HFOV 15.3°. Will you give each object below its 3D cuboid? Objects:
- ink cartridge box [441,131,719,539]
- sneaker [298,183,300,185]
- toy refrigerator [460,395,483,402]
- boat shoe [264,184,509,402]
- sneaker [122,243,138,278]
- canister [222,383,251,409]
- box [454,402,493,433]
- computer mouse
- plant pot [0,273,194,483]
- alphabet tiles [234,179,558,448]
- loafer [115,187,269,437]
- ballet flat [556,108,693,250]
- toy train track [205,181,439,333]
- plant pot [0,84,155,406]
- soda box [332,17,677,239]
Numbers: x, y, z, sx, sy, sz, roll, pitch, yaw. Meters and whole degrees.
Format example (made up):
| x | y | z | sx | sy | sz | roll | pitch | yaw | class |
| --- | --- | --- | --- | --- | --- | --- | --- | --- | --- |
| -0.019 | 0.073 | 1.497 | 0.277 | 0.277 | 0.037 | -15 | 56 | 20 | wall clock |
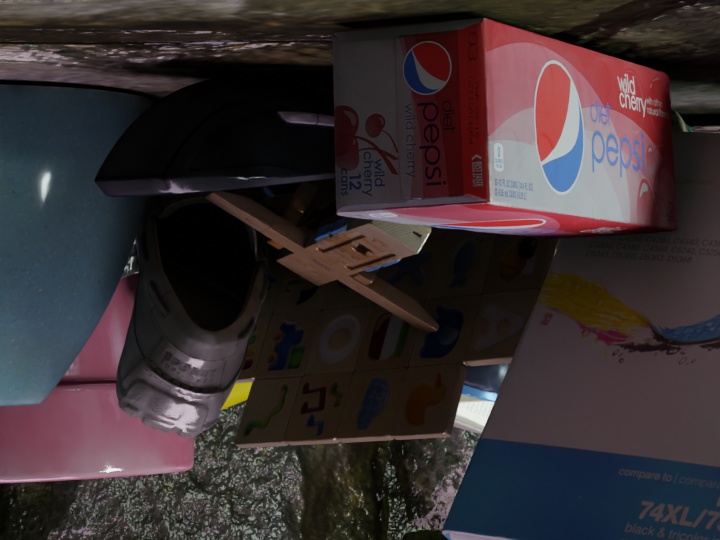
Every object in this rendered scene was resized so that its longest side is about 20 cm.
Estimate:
| x | y | z | sx | sy | sz | roll | pitch | yaw | class |
| --- | --- | --- | --- | --- | --- | --- | --- | --- | --- |
| 0.159 | 0.062 | 1.126 | 0.146 | 0.201 | 0.147 | 4 | 152 | 40 | ink cartridge box |
| -0.062 | -0.027 | 1.609 | 0.087 | 0.076 | 0.200 | 5 | -178 | 41 | sneaker |
| 0.108 | 0.032 | 1.463 | 0.199 | 0.076 | 0.070 | -1 | 179 | -8 | toy refrigerator |
| 0.000 | 0.000 | 1.353 | 0.199 | 0.069 | 0.084 | 28 | -175 | 19 | boat shoe |
| -0.188 | -0.039 | 1.411 | 0.199 | 0.077 | 0.089 | 4 | -169 | 2 | sneaker |
| -0.081 | 0.020 | 1.685 | 0.148 | 0.087 | 0.200 | 23 | -153 | 32 | canister |
| -0.004 | 0.026 | 1.540 | 0.199 | 0.083 | 0.068 | 24 | 174 | -31 | box |
| -0.040 | -0.061 | 1.145 | 0.199 | 0.046 | 0.140 | -7 | -175 | -35 | computer mouse |
| -0.196 | 0.029 | 1.536 | 0.199 | 0.180 | 0.200 | -2 | 177 | 0 | plant pot |
| 0.012 | 0.002 | 1.221 | 0.199 | 0.167 | 0.006 | -7 | 149 | 44 | alphabet tiles |
| -0.069 | -0.009 | 1.226 | 0.070 | 0.070 | 0.200 | 19 | -143 | -14 | loafer |
| 0.074 | -0.044 | 1.266 | 0.072 | 0.072 | 0.200 | 0 | 174 | -31 | ballet flat |
| -0.001 | -0.019 | 1.120 | 0.114 | 0.033 | 0.200 | 31 | 171 | -8 | toy train track |
| -0.189 | -0.006 | 1.196 | 0.199 | 0.136 | 0.200 | -2 | 178 | 0 | plant pot |
| 0.060 | -0.050 | 1.028 | 0.063 | 0.070 | 0.200 | -4 | 177 | 26 | soda box |
